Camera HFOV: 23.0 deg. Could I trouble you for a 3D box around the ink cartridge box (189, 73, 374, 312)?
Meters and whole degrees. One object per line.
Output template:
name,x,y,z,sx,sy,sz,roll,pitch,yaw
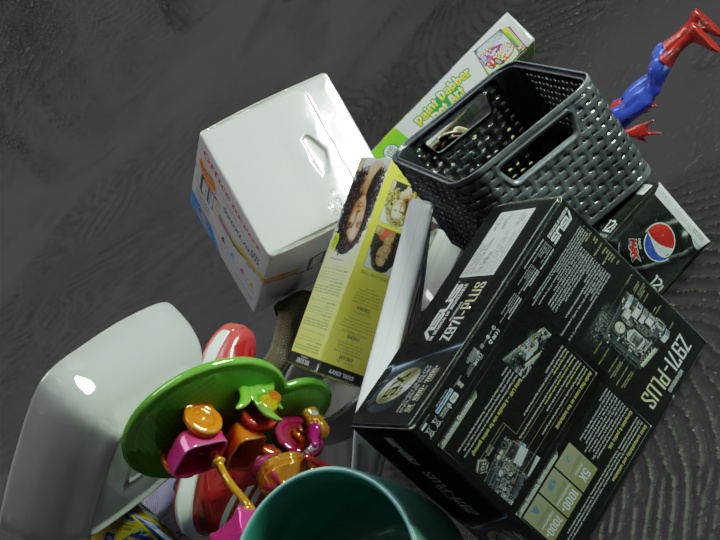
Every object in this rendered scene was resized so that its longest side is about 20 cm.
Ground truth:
ink cartridge box,-0.073,-0.075,1.771,0.144,0.148,0.200,-28,-11,-15

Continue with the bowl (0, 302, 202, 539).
bowl,-0.214,0.144,1.546,0.200,0.074,0.200,-35,-28,-54

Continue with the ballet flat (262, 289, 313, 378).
ballet flat,-0.085,0.086,1.764,0.200,0.046,0.068,-68,-7,-49

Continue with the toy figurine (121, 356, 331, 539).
toy figurine,-0.073,0.187,1.451,0.184,0.199,0.150,59,134,34

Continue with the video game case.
video game case,0.024,0.072,1.434,0.182,0.024,0.201,93,-170,-58

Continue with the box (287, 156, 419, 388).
box,0.000,0.000,1.575,0.075,0.050,0.201,8,79,67

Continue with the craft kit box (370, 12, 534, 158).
craft kit box,0.097,-0.171,1.808,0.197,0.049,0.200,-43,-2,5

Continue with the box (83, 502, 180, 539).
box,-0.202,0.260,1.607,0.064,0.070,0.200,-57,35,-4

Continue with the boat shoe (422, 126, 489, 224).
boat shoe,0.093,-0.101,1.680,0.060,0.072,0.200,-65,-8,23

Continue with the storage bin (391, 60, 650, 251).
storage bin,0.123,-0.084,1.396,0.135,0.094,0.200,-39,16,-5

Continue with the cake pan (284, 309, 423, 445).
cake pan,0.001,0.083,1.639,0.200,0.037,0.201,-41,21,19

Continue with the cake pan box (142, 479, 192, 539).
cake pan box,-0.179,0.200,1.776,0.184,0.052,0.200,-39,22,17

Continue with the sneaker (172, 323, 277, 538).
sneaker,-0.094,0.149,1.607,0.115,0.078,0.201,3,78,28

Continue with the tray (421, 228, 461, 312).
tray,0.018,0.015,1.643,0.200,0.022,0.108,-25,29,47

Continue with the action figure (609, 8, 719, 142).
action figure,0.237,-0.141,1.555,0.200,0.052,0.066,-42,14,29

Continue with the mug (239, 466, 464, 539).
mug,0.012,0.230,1.215,0.152,0.114,0.185,-50,55,8

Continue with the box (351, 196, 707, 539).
box,0.119,0.077,1.222,0.200,0.164,0.086,-56,21,-19

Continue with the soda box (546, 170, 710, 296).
soda box,0.191,-0.032,1.408,0.063,0.071,0.200,-47,19,-8

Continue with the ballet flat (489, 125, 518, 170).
ballet flat,0.131,-0.066,1.595,0.071,0.071,0.200,-30,23,40
